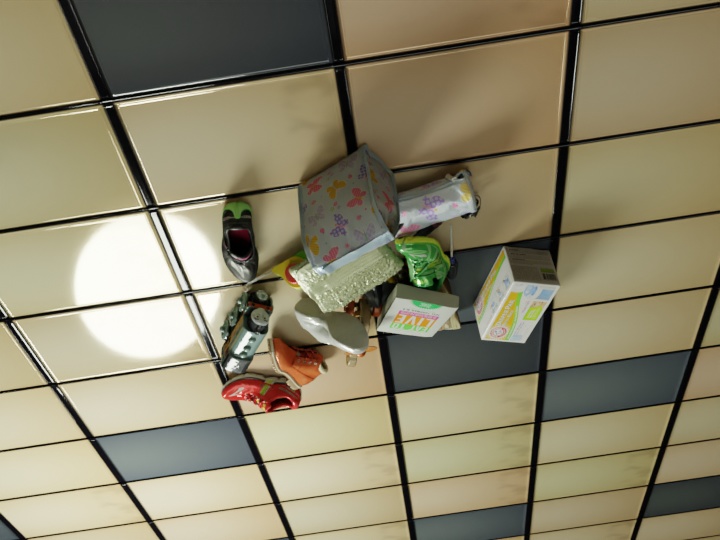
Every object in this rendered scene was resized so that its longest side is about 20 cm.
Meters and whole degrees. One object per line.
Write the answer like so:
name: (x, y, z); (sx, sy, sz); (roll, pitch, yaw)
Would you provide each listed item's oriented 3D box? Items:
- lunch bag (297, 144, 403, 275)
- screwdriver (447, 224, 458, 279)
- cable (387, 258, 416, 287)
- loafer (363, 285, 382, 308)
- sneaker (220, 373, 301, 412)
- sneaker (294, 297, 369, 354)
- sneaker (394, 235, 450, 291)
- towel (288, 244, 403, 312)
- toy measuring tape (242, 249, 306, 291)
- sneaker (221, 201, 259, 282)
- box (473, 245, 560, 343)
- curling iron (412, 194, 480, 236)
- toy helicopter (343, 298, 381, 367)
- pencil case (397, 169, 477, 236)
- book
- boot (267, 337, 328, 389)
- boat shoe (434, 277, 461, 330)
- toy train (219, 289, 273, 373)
lunch bag: (-0.018, -0.095, 1.486); (0.169, 0.202, 0.127); (-29, 134, 22)
screwdriver: (0.187, -0.034, 1.683); (0.028, 0.029, 0.200); (-6, 154, 3)
cable: (0.103, 0.028, 1.777); (0.096, 0.051, 0.201); (-23, 150, -1)
loafer: (0.000, 0.000, 1.700); (0.071, 0.073, 0.201); (-7, 129, 13)
sneaker: (-0.239, 0.303, 1.984); (0.197, 0.086, 0.077); (2, 137, -10)
sneaker: (-0.057, 0.135, 1.766); (0.075, 0.199, 0.089); (-37, 141, -31)
sneaker: (0.128, -0.013, 1.627); (0.073, 0.085, 0.200); (1, 161, 30)
towel: (-0.027, -0.002, 1.619); (0.199, 0.037, 0.149); (-31, 127, 16)
toy measuring tape: (-0.154, 0.019, 1.689); (0.199, 0.074, 0.073); (-29, 134, 25)
sneaker: (-0.240, -0.042, 1.601); (0.076, 0.084, 0.201); (-5, 138, -1)
box: (0.334, 0.056, 1.778); (0.111, 0.102, 0.201); (5, 137, -14)
curling iron: (0.156, -0.091, 1.633); (0.199, 0.050, 0.025); (-31, 148, 26)
toy helicopter: (-0.003, 0.153, 1.815); (0.078, 0.133, 0.201); (3, 138, -12)
pencil case: (0.124, -0.125, 1.559); (0.198, 0.084, 0.091); (-19, 159, 14)
book: (0.119, 0.087, 1.742); (0.132, 0.049, 0.200); (11, 157, -6)
boot: (-0.146, 0.201, 1.901); (0.106, 0.076, 0.200); (-21, 145, 10)
boat shoe: (0.174, 0.073, 1.798); (0.064, 0.072, 0.201); (-15, 139, 7)
toy train: (-0.246, 0.132, 1.770); (0.084, 0.115, 0.200); (15, 134, -24)
